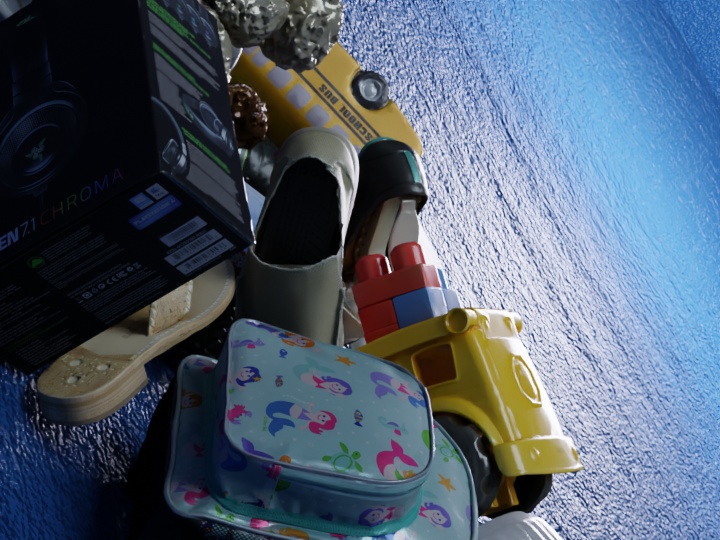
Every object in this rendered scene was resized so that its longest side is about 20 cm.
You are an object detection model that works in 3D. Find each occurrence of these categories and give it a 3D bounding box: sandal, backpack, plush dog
[{"bbox_3d":[-0.137,0.011,1.557,0.212,0.077,0.070,-53,140,-53],"label":"sandal"},{"bbox_3d":[-0.027,0.133,1.517,0.199,0.151,0.178,22,31,-13],"label":"backpack"},{"bbox_3d":[-0.116,-0.171,1.639,0.199,0.173,0.161,24,-20,0],"label":"plush dog"}]

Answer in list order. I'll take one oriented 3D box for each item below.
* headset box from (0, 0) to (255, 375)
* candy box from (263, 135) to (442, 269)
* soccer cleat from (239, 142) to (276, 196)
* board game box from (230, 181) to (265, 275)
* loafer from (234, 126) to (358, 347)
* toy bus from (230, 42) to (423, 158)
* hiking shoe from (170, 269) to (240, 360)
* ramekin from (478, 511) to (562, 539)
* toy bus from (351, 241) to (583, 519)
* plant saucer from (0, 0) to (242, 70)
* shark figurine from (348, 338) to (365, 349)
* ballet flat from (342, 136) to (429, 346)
[{"bbox_3d":[-0.167,-0.072,1.508,0.093,0.173,0.201,40,30,-44],"label":"headset box"},{"bbox_3d":[-0.033,-0.067,1.981,0.201,0.071,0.168,63,20,6],"label":"candy box"},{"bbox_3d":[-0.118,-0.093,1.832,0.201,0.067,0.081,55,30,0],"label":"soccer cleat"},{"bbox_3d":[-0.125,-0.063,1.717,0.199,0.019,0.103,38,20,1],"label":"board game box"},{"bbox_3d":[-0.046,0.007,1.629,0.068,0.075,0.202,-3,99,-81],"label":"loafer"},{"bbox_3d":[-0.044,-0.135,1.871,0.200,0.078,0.065,46,-23,-3],"label":"toy bus"},{"bbox_3d":[-0.097,0.013,1.744,0.101,0.076,0.200,49,14,24],"label":"hiking shoe"},{"bbox_3d":[0.068,0.243,1.653,0.105,0.200,0.200,57,18,15],"label":"ramekin"},{"bbox_3d":[0.023,0.088,1.697,0.135,0.199,0.193,2,68,-66],"label":"toy bus"},{"bbox_3d":[-0.178,-0.179,1.740,0.199,0.050,0.201,18,43,-18],"label":"plant saucer"},{"bbox_3d":[0.068,0.114,1.945,0.215,0.089,0.129,-127,-163,-53],"label":"shark figurine"},{"bbox_3d":[0.000,0.000,1.822,0.068,0.201,0.069,-8,43,-33],"label":"ballet flat"}]
